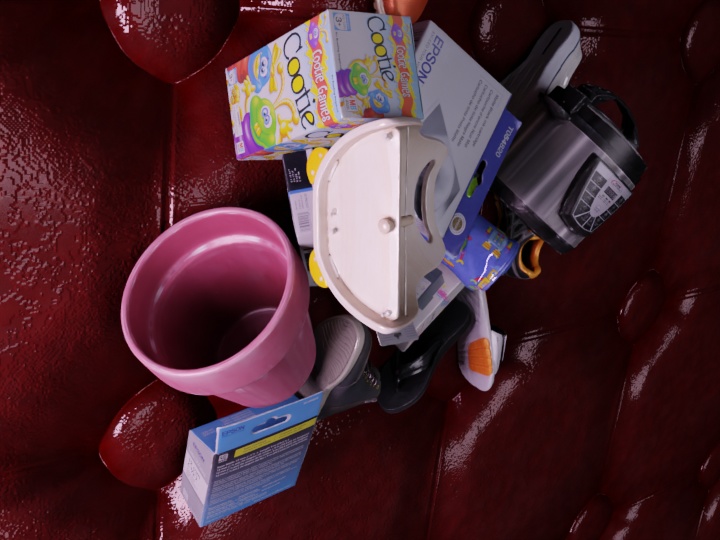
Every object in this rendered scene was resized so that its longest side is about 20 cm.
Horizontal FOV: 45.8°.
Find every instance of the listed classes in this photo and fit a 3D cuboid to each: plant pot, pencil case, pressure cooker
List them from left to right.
[{"bbox_3d":[-0.136,0.060,0.947,0.200,0.200,0.179,-47,148,-13],"label":"plant pot"},{"bbox_3d":[0.100,-0.053,1.071,0.087,0.199,0.078,-56,177,14],"label":"pencil case"},{"bbox_3d":[0.275,-0.146,1.125,0.200,0.179,0.176,-47,179,11],"label":"pressure cooker"}]

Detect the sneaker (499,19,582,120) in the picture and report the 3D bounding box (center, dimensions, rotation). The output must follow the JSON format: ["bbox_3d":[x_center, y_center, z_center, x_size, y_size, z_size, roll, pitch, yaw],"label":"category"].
[{"bbox_3d":[0.251,-0.257,1.190,0.200,0.073,0.071,-49,129,-11],"label":"sneaker"}]

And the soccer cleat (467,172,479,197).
[{"bbox_3d":[0.122,-0.173,1.130,0.067,0.081,0.202,9,82,-36],"label":"soccer cleat"}]

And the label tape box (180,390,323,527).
[{"bbox_3d":[-0.136,0.213,1.044,0.143,0.066,0.201,-17,140,-33],"label":"label tape box"}]

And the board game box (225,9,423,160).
[{"bbox_3d":[-0.043,-0.183,0.875,0.103,0.199,0.106,-7,89,-37],"label":"board game box"}]

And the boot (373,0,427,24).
[{"bbox_3d":[0.084,-0.368,0.979,0.075,0.107,0.201,11,104,-44],"label":"boot"}]

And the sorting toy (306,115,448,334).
[{"bbox_3d":[0.040,-0.060,0.872,0.180,0.106,0.202,-17,112,-51],"label":"sorting toy"}]

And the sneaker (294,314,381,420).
[{"bbox_3d":[-0.010,0.112,1.054,0.106,0.075,0.200,-9,149,-32],"label":"sneaker"}]

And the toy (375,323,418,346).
[{"bbox_3d":[0.000,0.000,1.047,0.115,0.047,0.201,0,70,-63],"label":"toy"}]

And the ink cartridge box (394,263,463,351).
[{"bbox_3d":[0.079,0.037,1.149,0.200,0.067,0.117,-45,170,-14],"label":"ink cartridge box"}]

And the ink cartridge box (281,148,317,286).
[{"bbox_3d":[-0.056,-0.048,0.970,0.039,0.100,0.200,-12,159,-2],"label":"ink cartridge box"}]

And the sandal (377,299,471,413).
[{"bbox_3d":[0.083,0.113,1.223,0.201,0.075,0.048,-52,139,-21],"label":"sandal"}]

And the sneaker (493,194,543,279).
[{"bbox_3d":[0.245,-0.080,1.265,0.078,0.077,0.201,-15,117,-33],"label":"sneaker"}]

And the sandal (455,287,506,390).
[{"bbox_3d":[0.190,0.089,1.295,0.059,0.079,0.208,-21,120,-28],"label":"sandal"}]

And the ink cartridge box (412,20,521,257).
[{"bbox_3d":[0.096,-0.144,0.976,0.199,0.041,0.201,32,78,-31],"label":"ink cartridge box"}]
